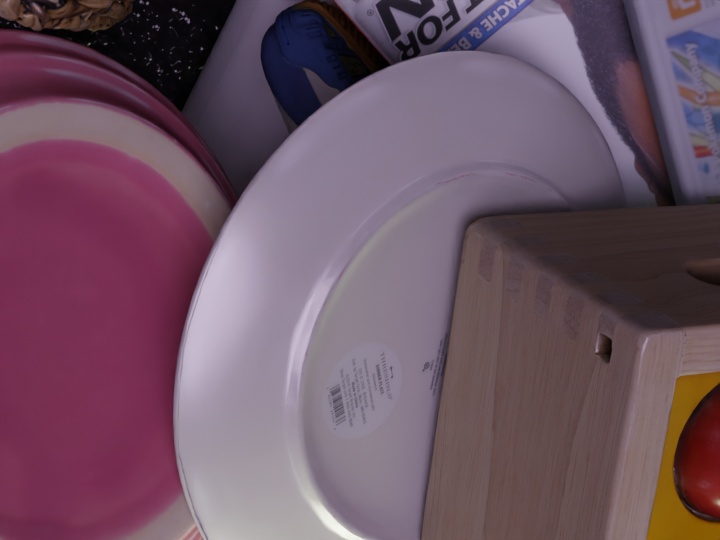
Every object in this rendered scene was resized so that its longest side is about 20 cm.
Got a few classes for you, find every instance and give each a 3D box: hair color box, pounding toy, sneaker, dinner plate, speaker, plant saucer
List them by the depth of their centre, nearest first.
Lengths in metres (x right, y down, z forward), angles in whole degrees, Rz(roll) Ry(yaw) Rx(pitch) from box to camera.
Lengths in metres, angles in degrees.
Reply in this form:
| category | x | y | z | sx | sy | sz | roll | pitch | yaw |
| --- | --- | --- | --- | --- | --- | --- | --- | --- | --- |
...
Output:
| category | x | y | z | sx | sy | sz | roll | pitch | yaw |
| --- | --- | --- | --- | --- | --- | --- | --- | --- | --- |
| plant saucer | -0.103 | 0.023 | 0.701 | 0.200 | 0.051 | 0.201 | 0 | 90 | -40 |
| pounding toy | 0.145 | 0.061 | 0.720 | 0.200 | 0.142 | 0.184 | -4 | 113 | -28 |
| dinner plate | 0.025 | 0.027 | 0.741 | 0.200 | 0.024 | 0.201 | -16 | 116 | -35 |
| hair color box | 0.068 | -0.094 | 0.800 | 0.111 | 0.064 | 0.200 | -40 | 110 | 9 |
| sneaker | 0.000 | 0.000 | 0.825 | 0.088 | 0.075 | 0.200 | -21 | 108 | 21 |
| speaker | -0.012 | -0.092 | 0.867 | 0.081 | 0.081 | 0.200 | 25 | 103 | -12 |

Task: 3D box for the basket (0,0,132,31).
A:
| category | x | y | z | sx | sy | sz | roll | pitch | yaw |
| --- | --- | --- | --- | --- | --- | --- | --- | --- | --- |
| basket | -0.102 | -0.180 | 0.765 | 0.143 | 0.200 | 0.149 | 33 | 102 | -11 |

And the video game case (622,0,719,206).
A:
| category | x | y | z | sx | sy | sz | roll | pitch | yaw |
| --- | --- | --- | --- | --- | --- | --- | --- | --- | --- |
| video game case | 0.199 | -0.047 | 0.792 | 0.182 | 0.022 | 0.200 | -20 | 115 | -4 |
